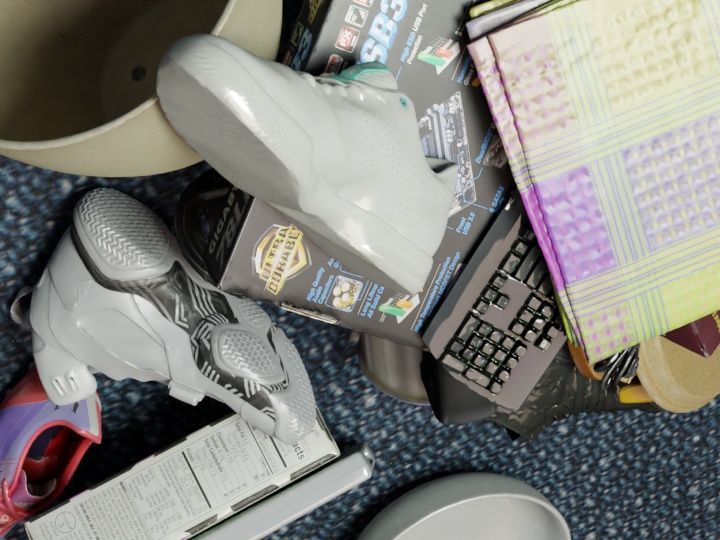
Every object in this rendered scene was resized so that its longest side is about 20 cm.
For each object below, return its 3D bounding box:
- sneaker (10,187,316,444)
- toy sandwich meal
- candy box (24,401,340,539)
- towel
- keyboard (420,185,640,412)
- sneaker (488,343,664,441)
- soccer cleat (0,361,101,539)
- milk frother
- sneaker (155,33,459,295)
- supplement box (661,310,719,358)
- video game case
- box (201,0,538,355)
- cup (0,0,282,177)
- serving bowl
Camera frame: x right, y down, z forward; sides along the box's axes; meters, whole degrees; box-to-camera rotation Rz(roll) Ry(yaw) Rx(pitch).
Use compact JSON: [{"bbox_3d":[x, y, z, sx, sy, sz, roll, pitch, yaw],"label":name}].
[{"bbox_3d":[-0.125,0.052,0.977,0.200,0.075,0.115,44,113,-3],"label":"sneaker"},{"bbox_3d":[0.227,0.013,1.156,0.204,0.070,0.207,-10,103,-47],"label":"toy sandwich meal"},{"bbox_3d":[-0.118,0.146,1.048,0.199,0.061,0.136,-27,175,-10],"label":"candy box"},{"bbox_3d":[0.147,-0.065,0.813,0.143,0.023,0.201,-23,110,-3],"label":"towel"},{"bbox_3d":[0.131,-0.009,0.849,0.127,0.021,0.201,28,101,-23],"label":"keyboard"},{"bbox_3d":[0.144,0.088,1.195,0.199,0.060,0.104,29,108,-34],"label":"sneaker"},{"bbox_3d":[-0.238,0.147,1.031,0.067,0.077,0.200,27,110,-39],"label":"soccer cleat"},{"bbox_3d":[0.000,0.000,1.002,0.198,0.181,0.189,1,130,10],"label":"milk frother"},{"bbox_3d":[-0.017,-0.069,0.743,0.200,0.075,0.089,41,75,-49],"label":"sneaker"},{"bbox_3d":[0.242,-0.057,0.999,0.200,0.061,0.109,-53,145,-13],"label":"supplement box"},{"bbox_3d":[-0.081,0.177,1.091,0.199,0.022,0.182,-29,176,-1],"label":"video game case"},{"bbox_3d":[0.041,-0.059,0.839,0.197,0.050,0.201,17,104,-23],"label":"box"},{"bbox_3d":[-0.120,-0.128,0.818,0.200,0.201,0.143,-37,153,4],"label":"cup"},{"bbox_3d":[0.068,0.234,1.263,0.199,0.066,0.201,-13,130,-17],"label":"serving bowl"}]
